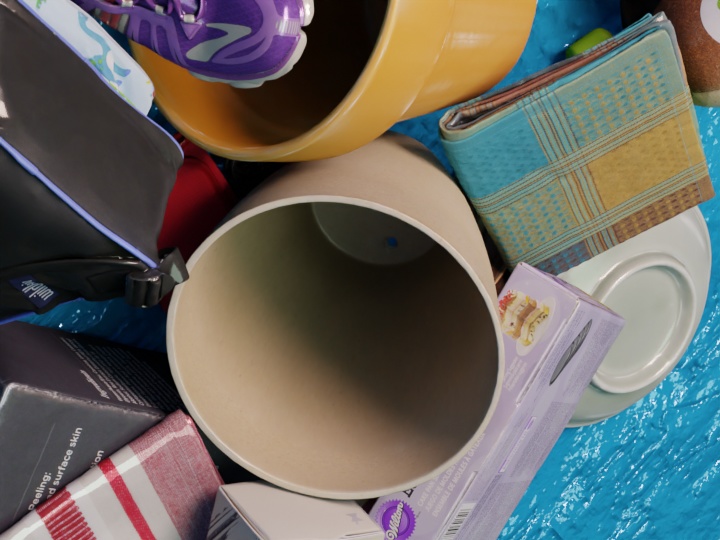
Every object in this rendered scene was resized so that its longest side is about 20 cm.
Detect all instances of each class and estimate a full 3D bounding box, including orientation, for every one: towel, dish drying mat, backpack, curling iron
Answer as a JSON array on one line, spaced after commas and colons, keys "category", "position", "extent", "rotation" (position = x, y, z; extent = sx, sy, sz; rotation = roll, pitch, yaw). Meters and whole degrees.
[{"category": "towel", "position": [-0.154, 0.186, 1.057], "extent": [0.199, 0.023, 0.145], "rotation": [-35, 128, -15]}, {"category": "dish drying mat", "position": [-0.090, 0.000, 1.139], "extent": [0.077, 0.018, 0.200], "rotation": [-40, 140, -8]}, {"category": "towel", "position": [0.135, -0.066, 1.125], "extent": [0.146, 0.022, 0.200], "rotation": [-26, 148, 6]}, {"category": "backpack", "position": [-0.208, -0.057, 0.945], "extent": [0.183, 0.199, 0.148], "rotation": [40, 44, -39]}, {"category": "curling iron", "position": [-0.125, -0.047, 1.107], "extent": [0.199, 0.026, 0.050], "rotation": [-18, 129, -28]}]

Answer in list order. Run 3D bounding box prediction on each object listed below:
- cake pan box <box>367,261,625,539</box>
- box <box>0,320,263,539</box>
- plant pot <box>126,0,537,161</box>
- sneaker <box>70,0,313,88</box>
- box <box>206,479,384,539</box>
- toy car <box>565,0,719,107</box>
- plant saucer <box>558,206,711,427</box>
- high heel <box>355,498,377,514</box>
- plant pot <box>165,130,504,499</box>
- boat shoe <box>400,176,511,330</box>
[{"category": "cake pan box", "position": [0.088, 0.098, 1.183], "extent": [0.201, 0.052, 0.184], "rotation": [-60, 161, 6]}, {"category": "box", "position": [-0.182, 0.146, 1.107], "extent": [0.199, 0.117, 0.198], "rotation": [15, 104, -40]}, {"category": "plant pot", "position": [0.000, -0.159, 1.043], "extent": [0.182, 0.199, 0.202], "rotation": [-1, 115, -51]}, {"category": "sneaker", "position": [-0.120, -0.147, 0.950], "extent": [0.083, 0.198, 0.081], "rotation": [-30, 140, -69]}, {"category": "box", "position": [-0.055, 0.222, 1.084], "extent": [0.082, 0.068, 0.202], "rotation": [-1, 116, -35]}, {"category": "toy car", "position": [0.193, -0.210, 1.180], "extent": [0.164, 0.158, 0.201], "rotation": [-34, 118, -3]}, {"category": "plant saucer", "position": [0.188, 0.031, 1.354], "extent": [0.199, 0.050, 0.202], "rotation": [-16, 121, -28]}, {"category": "high heel", "position": [-0.002, 0.173, 1.218], "extent": [0.096, 0.067, 0.201], "rotation": [21, 102, -43]}, {"category": "plant pot", "position": [0.000, 0.000, 1.096], "extent": [0.185, 0.200, 0.189], "rotation": [4, 117, 8]}, {"category": "boat shoe", "position": [0.073, -0.004, 1.221], "extent": [0.070, 0.070, 0.201], "rotation": [42, 77, -29]}]
